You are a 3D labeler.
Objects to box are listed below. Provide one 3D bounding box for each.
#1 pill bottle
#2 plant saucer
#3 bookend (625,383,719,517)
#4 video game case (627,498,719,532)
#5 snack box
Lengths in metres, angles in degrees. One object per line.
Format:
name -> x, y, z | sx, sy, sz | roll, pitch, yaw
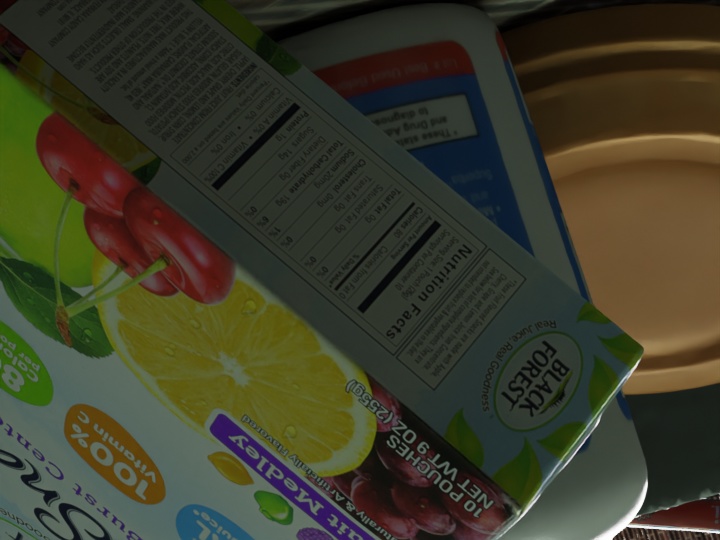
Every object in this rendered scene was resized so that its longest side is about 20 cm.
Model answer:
pill bottle -> 0.017, 0.034, 0.587 | 0.112, 0.201, 0.112 | -17, 173, -2
plant saucer -> 0.095, -0.012, 0.695 | 0.199, 0.038, 0.200 | 1, 145, 1
bookend -> 0.113, 0.021, 0.889 | 0.198, 0.092, 0.200 | -17, -160, 11
video game case -> 0.098, 0.121, 1.057 | 0.199, 0.018, 0.143 | 4, 174, -2
snack box -> -0.041, 0.032, 0.469 | 0.053, 0.142, 0.200 | -46, 175, -34
